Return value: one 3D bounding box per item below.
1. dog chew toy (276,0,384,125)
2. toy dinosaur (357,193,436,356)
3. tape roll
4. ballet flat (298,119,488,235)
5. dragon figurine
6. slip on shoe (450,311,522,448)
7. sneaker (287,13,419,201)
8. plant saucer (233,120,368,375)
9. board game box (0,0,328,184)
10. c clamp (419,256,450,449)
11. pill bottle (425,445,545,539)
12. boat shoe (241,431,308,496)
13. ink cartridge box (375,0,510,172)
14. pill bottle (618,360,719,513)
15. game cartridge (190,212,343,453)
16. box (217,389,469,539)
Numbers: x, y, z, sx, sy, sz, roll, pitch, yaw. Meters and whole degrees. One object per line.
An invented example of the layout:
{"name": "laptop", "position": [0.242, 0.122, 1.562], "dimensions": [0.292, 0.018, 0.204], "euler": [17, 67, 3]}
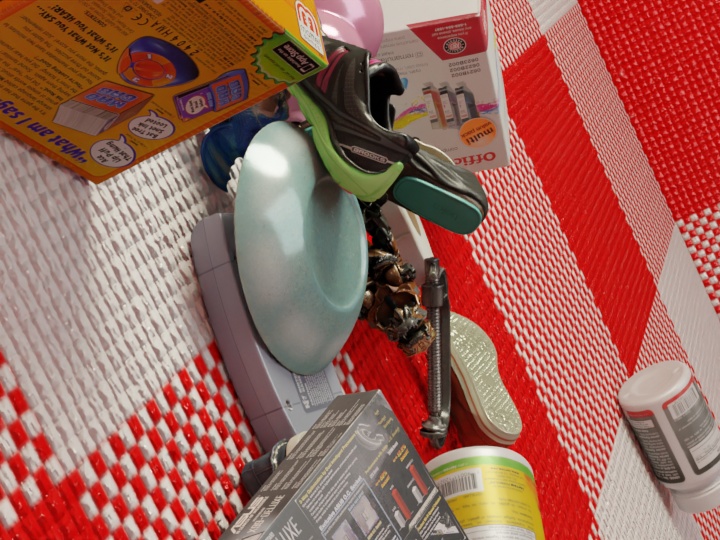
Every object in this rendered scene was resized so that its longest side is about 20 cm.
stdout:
{"name": "dog chew toy", "position": [-0.044, -0.198, 1.476], "dimensions": [0.125, 0.123, 0.201], "euler": [51, 33, -36]}
{"name": "toy dinosaur", "position": [0.000, 0.000, 1.423], "dimensions": [0.199, 0.102, 0.136], "euler": [25, -20, 47]}
{"name": "tape roll", "position": [0.022, -0.077, 1.562], "dimensions": [0.203, 0.037, 0.205], "euler": [-23, 91, -84]}
{"name": "ballet flat", "position": [0.028, -0.097, 1.435], "dimensions": [0.199, 0.068, 0.069], "euler": [28, 42, -20]}
{"name": "dragon figurine", "position": [-0.100, -0.106, 1.311], "dimensions": [0.059, 0.098, 0.201], "euler": [-94, 172, -49]}
{"name": "slip on shoe", "position": [0.108, 0.114, 1.618], "dimensions": [0.073, 0.061, 0.201], "euler": [18, 34, -30]}
{"name": "sneaker", "position": [-0.010, -0.147, 1.262], "dimensions": [0.201, 0.083, 0.077], "euler": [62, 15, 25]}
{"name": "plant saucer", "position": [-0.034, -0.020, 1.248], "dimensions": [0.201, 0.038, 0.203], "euler": [29, 57, -59]}
{"name": "board game box", "position": [-0.169, -0.214, 1.046], "dimensions": [0.200, 0.198, 0.202], "euler": [33, 38, -56]}
{"name": "c clamp", "position": [0.069, 0.079, 1.496], "dimensions": [0.171, 0.027, 0.202], "euler": [-64, 153, -75]}
{"name": "pill bottle", "position": [0.110, 0.265, 1.378], "dimensions": [0.111, 0.110, 0.202], "euler": [46, 29, -45]}
{"name": "boat shoe", "position": [-0.016, 0.197, 1.202], "dimensions": [0.200, 0.061, 0.075], "euler": [46, 31, -40]}
{"name": "ink cartridge box", "position": [0.073, -0.215, 1.672], "dimensions": [0.146, 0.144, 0.201], "euler": [-89, 166, -47]}
{"name": "pill bottle", "position": [0.464, 0.243, 2.297], "dimensions": [0.201, 0.113, 0.114], "euler": [61, 21, -16]}
{"name": "game cartridge", "position": [-0.071, 0.052, 1.256], "dimensions": [0.202, 0.040, 0.133], "euler": [70, 17, 7]}
{"name": "box", "position": [-0.014, 0.207, 1.102], "dimensions": [0.200, 0.049, 0.159], "euler": [-49, 116, -41]}
